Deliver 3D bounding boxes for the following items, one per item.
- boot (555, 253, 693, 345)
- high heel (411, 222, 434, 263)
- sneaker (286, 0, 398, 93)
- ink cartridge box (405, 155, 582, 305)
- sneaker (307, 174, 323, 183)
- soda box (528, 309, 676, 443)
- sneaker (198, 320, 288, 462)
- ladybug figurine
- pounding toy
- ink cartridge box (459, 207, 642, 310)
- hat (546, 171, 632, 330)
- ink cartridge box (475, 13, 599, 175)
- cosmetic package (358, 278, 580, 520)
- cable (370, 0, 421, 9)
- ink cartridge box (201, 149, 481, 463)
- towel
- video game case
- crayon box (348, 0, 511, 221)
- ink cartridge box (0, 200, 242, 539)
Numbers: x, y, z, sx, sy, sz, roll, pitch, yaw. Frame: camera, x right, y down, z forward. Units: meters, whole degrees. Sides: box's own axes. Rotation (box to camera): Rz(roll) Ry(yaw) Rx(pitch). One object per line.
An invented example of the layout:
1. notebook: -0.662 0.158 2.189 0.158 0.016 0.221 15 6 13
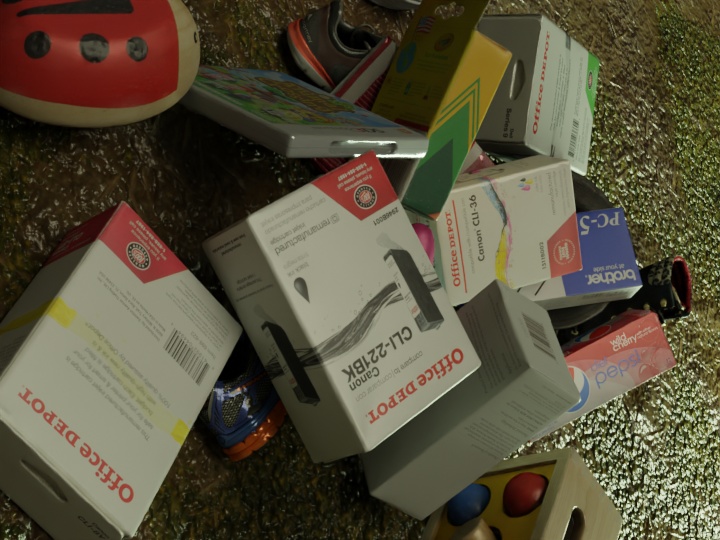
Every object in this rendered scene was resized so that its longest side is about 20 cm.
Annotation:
1. boot: 0.306 0.069 1.376 0.074 0.152 0.205 47 44 -25
2. high heel: 0.008 0.044 1.010 0.067 0.096 0.201 37 86 0
3. sneaker: 0.014 -0.193 1.185 0.199 0.081 0.078 40 32 -32
4. ink cartridge box: 0.119 -0.037 1.178 0.197 0.067 0.119 -15 105 -17
5. sneaker: 0.000 0.000 1.104 0.073 0.081 0.204 -2 77 -50
6. soda box: 0.244 0.115 1.281 0.197 0.063 0.071 -25 94 -15
7. sneaker: -0.083 0.061 0.994 0.078 0.075 0.202 44 45 -24
8. ladybug figurine: -0.210 -0.180 0.905 0.198 0.072 0.137 -18 69 -36
9. pounding toy: 0.135 0.265 1.077 0.143 0.182 0.201 52 43 -21
10. ink cartridge box: 0.200 -0.007 1.271 0.196 0.044 0.096 -8 71 -10
11. hat: 0.210 -0.015 1.345 0.196 0.081 0.204 3 68 -7
12. ink cartridge box: 0.202 -0.201 1.353 0.199 0.083 0.149 13 85 -59
13. cosmetic package: 0.088 0.119 1.051 0.081 0.200 0.114 30 30 -35
14. cable: 0.038 -0.391 1.312 0.199 0.069 0.203 29 54 -40
15. ink cartridge box: -0.013 0.029 0.931 0.143 0.083 0.202 -31 96 -36
16. towel: 0.041 -0.115 1.178 0.144 0.023 0.200 -46 117 -5
17. video game case: -0.067 -0.141 1.015 0.180 0.198 0.022 -6 118 -49
18. crayon box: 0.066 -0.158 1.097 0.050 0.127 0.203 23 93 -30
19. ink cartridge box: -0.193 0.076 0.849 0.146 0.083 0.201 50 43 -25
